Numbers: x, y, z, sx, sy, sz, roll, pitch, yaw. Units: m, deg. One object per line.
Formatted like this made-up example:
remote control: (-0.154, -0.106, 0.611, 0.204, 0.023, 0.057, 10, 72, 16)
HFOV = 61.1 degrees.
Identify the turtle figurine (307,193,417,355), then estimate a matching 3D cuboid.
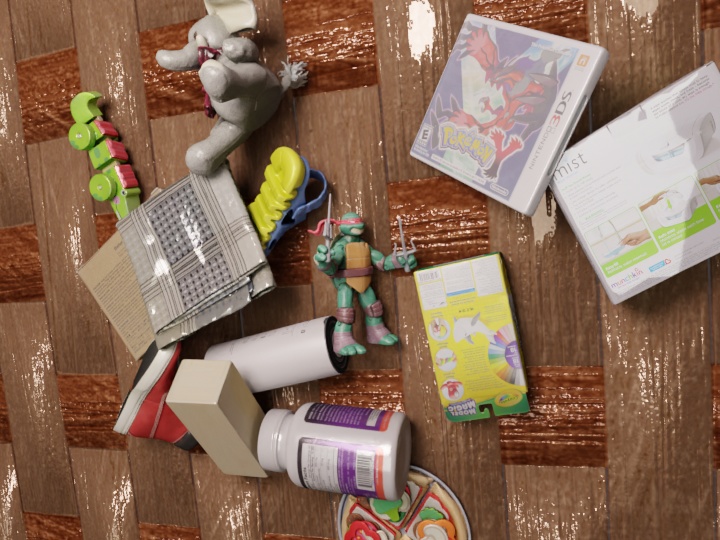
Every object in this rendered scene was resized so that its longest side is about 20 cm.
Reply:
turtle figurine: (0.000, 0.000, 0.797, 0.146, 0.100, 0.206, -8, 98, -23)

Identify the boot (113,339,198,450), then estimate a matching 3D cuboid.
boot: (-0.261, 0.183, 0.888, 0.142, 0.073, 0.202, 23, 124, -18)

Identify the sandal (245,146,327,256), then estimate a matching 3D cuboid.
sandal: (-0.108, -0.075, 0.829, 0.200, 0.086, 0.081, -46, 58, 36)

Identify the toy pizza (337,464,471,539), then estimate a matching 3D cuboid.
toy pizza: (0.057, 0.373, 0.858, 0.195, 0.032, 0.206, 2, 98, 17)

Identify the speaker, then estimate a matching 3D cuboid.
speaker: (-0.120, 0.124, 0.857, 0.195, 0.081, 0.083, -15, 93, 18)

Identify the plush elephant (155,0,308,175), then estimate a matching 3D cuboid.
plush elephant: (-0.180, -0.259, 0.778, 0.154, 0.200, 0.166, 41, 145, 9)

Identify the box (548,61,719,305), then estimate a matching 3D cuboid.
box: (0.327, -0.092, 0.678, 0.198, 0.096, 0.179, -31, 87, 19)

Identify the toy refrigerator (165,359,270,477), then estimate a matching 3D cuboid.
toy refrigerator: (-0.182, 0.204, 0.838, 0.074, 0.071, 0.203, -1, 136, 16)

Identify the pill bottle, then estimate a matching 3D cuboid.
pill bottle: (-0.035, 0.241, 0.828, 0.195, 0.111, 0.115, 3, 98, 17)

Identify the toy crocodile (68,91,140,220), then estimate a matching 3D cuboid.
toy crocodile: (-0.372, -0.165, 0.906, 0.061, 0.067, 0.204, -23, 90, 18)

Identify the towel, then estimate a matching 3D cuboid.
towel: (-0.222, -0.024, 0.802, 0.189, 0.034, 0.204, -28, 76, 9)

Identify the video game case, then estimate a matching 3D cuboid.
video game case: (0.160, -0.187, 0.707, 0.199, 0.023, 0.186, 37, 110, 43)

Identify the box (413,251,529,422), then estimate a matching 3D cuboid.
box: (0.146, 0.088, 0.786, 0.114, 0.048, 0.206, -11, 91, 18)

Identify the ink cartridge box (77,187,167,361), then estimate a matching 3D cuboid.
ink cartridge box: (-0.294, 0.005, 0.900, 0.199, 0.075, 0.166, -38, 84, 19)
